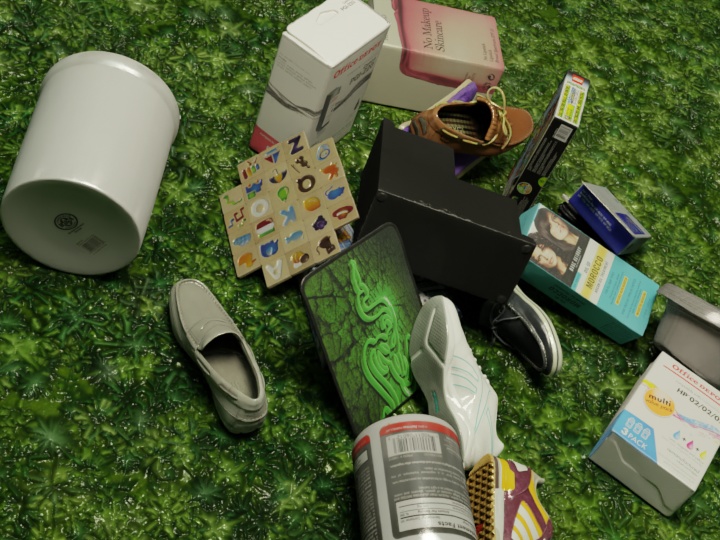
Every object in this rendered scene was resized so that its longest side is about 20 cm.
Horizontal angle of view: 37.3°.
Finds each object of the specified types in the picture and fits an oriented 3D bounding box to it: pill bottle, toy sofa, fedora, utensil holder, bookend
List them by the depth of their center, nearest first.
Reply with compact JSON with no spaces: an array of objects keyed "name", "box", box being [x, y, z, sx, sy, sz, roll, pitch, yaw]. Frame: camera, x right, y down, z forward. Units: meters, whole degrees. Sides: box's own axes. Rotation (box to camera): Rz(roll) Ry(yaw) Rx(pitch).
[{"name":"pill bottle","box":[0.056,0.256,1.065,0.115,0.116,0.201,5,50,-16]},{"name":"utensil holder","box":[-0.309,-0.122,1.222,0.168,0.171,0.201,14,49,-8]},{"name":"bookend","box":[0.100,-0.077,1.313,0.197,0.093,0.201,18,32,-9]},{"name":"fedora","box":[0.446,0.094,1.344,0.199,0.091,0.177,21,10,-37]},{"name":"toy sofa","box":[0.120,-0.174,1.472,0.083,0.098,0.200,38,48,15]}]

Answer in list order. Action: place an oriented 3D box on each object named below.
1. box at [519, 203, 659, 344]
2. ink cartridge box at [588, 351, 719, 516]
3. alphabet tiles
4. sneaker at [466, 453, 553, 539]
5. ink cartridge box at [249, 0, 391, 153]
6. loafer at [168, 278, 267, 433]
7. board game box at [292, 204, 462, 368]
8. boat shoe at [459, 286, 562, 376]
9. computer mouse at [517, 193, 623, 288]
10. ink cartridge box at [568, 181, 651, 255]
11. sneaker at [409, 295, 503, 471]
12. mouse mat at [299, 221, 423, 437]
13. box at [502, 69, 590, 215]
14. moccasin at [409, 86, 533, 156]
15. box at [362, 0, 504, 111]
[{"name":"box","box":[0.282,0.005,1.364,0.199,0.049,0.083,33,63,-11]},{"name":"ink cartridge box","box":[0.373,0.180,1.279,0.115,0.068,0.200,36,48,12]},{"name":"alphabet tiles","box":[-0.090,-0.078,1.302,0.165,0.006,0.201,-26,53,11]},{"name":"sneaker","box":[0.160,0.289,1.104,0.089,0.075,0.201,19,53,-16]},{"name":"ink cartridge box","box":[-0.054,-0.243,1.396,0.085,0.201,0.146,35,48,12]},{"name":"loafer","box":[-0.154,0.082,1.168,0.069,0.070,0.201,-16,58,-31]},{"name":"board game box","box":[0.000,0.000,1.302,0.199,0.062,0.201,-15,58,-30]},{"name":"boat shoe","box":[0.178,0.055,1.316,0.062,0.075,0.201,-19,56,-23]},{"name":"computer mouse","box":[0.264,-0.038,1.438,0.199,0.053,0.139,-18,60,-32]},{"name":"ink cartridge box","box":[0.332,-0.069,1.424,0.100,0.039,0.200,50,17,14]},{"name":"sneaker","box":[0.109,0.128,1.211,0.080,0.070,0.202,0,75,-37]},{"name":"mouse mat","box":[0.017,0.065,1.194,0.007,0.202,0.161,2,28,46]},{"name":"box","box":[0.242,-0.157,1.432,0.034,0.201,0.110,24,46,-1]},{"name":"moccasin","box":[0.159,-0.198,1.418,0.200,0.078,0.074,1,70,-36]},{"name":"box","box":[0.098,-0.315,1.577,0.198,0.109,0.129,9,49,-14]}]
